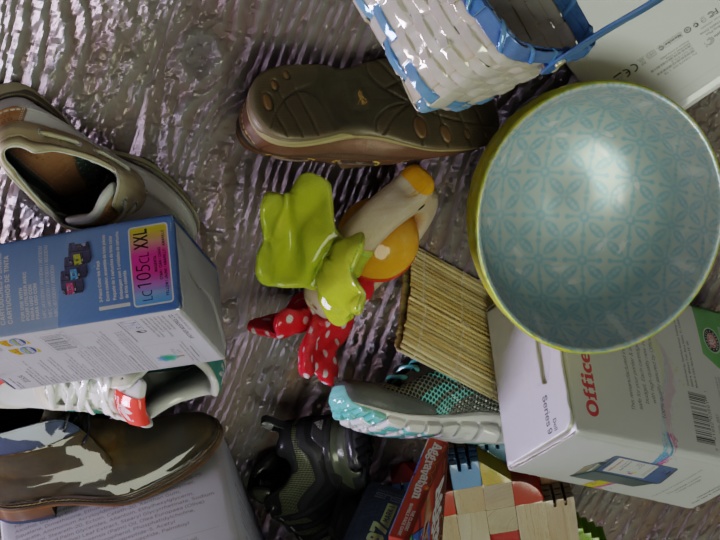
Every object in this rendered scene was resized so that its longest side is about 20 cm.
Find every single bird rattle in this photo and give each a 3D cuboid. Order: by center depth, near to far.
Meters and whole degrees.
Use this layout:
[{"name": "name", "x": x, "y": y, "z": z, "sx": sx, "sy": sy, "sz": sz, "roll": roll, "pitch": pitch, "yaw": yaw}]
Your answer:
[{"name": "bird rattle", "x": 0.000, "y": 0.000, "z": 1.544, "sx": 0.163, "sy": 0.113, "sz": 0.200, "roll": -41, "pitch": 158, "yaw": -14}]

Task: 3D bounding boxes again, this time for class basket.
[{"name": "basket", "x": 0.094, "y": -0.212, "z": 1.371, "sx": 0.200, "sy": 0.177, "sz": 0.139, "roll": -35, "pitch": 169, "yaw": 36}]

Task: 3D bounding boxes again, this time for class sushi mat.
[{"name": "sushi mat", "x": 0.108, "y": 0.060, "z": 1.642, "sx": 0.200, "sy": 0.096, "sz": 0.012, "roll": 28, "pitch": 143, "yaw": -30}]

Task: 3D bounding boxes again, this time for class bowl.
[{"name": "bowl", "x": 0.159, "y": -0.047, "z": 1.537, "sx": 0.199, "sy": 0.108, "sz": 0.201, "roll": -4, "pitch": 102, "yaw": -18}]

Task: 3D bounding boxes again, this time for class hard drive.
[{"name": "hard drive", "x": 0.201, "y": -0.195, "z": 1.505, "sx": 0.132, "sy": 0.027, "sz": 0.200, "roll": -34, "pitch": 128, "yaw": 13}]

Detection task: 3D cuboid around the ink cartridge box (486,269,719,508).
[{"name": "ink cartridge box", "x": 0.207, "y": 0.094, "z": 1.629, "sx": 0.200, "sy": 0.146, "sz": 0.087, "roll": 15, "pitch": 145, "yaw": -35}]

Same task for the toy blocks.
[{"name": "toy blocks", "x": 0.105, "y": 0.196, "z": 1.751, "sx": 0.199, "sy": 0.100, "sz": 0.137, "roll": -10, "pitch": 117, "yaw": 1}]

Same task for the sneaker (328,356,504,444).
[{"name": "sneaker", "x": 0.060, "y": 0.091, "z": 1.648, "sx": 0.199, "sy": 0.092, "sz": 0.077, "roll": 7, "pitch": 171, "yaw": -36}]

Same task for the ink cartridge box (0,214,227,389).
[{"name": "ink cartridge box", "x": -0.211, "y": 0.028, "z": 1.493, "sx": 0.199, "sy": 0.077, "sz": 0.136, "roll": -10, "pitch": 161, "yaw": 7}]

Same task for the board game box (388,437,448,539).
[{"name": "board game box", "x": 0.044, "y": 0.236, "z": 1.641, "sx": 0.019, "sy": 0.103, "sz": 0.200, "roll": 13, "pitch": 137, "yaw": 12}]

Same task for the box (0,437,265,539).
[{"name": "box", "x": -0.169, "y": 0.273, "z": 1.681, "sx": 0.199, "sy": 0.172, "sz": 0.199, "roll": -18, "pitch": 129, "yaw": 1}]

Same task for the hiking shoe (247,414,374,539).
[{"name": "hiking shoe", "x": -0.043, "y": 0.188, "z": 1.723, "sx": 0.100, "sy": 0.076, "sz": 0.200, "roll": 9, "pitch": 132, "yaw": 6}]

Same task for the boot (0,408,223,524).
[{"name": "boot", "x": -0.213, "y": 0.134, "z": 1.625, "sx": 0.199, "sy": 0.075, "sz": 0.097, "roll": -18, "pitch": 132, "yaw": 2}]

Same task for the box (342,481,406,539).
[{"name": "box", "x": -0.001, "y": 0.296, "z": 1.670, "sx": 0.051, "sy": 0.158, "sz": 0.200, "roll": 13, "pitch": 134, "yaw": 12}]

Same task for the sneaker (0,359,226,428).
[{"name": "sneaker", "x": -0.198, "y": 0.080, "z": 1.574, "sx": 0.199, "sy": 0.094, "sz": 0.071, "roll": -10, "pitch": 129, "yaw": -6}]

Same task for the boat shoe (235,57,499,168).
[{"name": "boat shoe", "x": 0.003, "y": -0.111, "z": 1.502, "sx": 0.199, "sy": 0.072, "sz": 0.068, "roll": -1, "pitch": 161, "yaw": -24}]

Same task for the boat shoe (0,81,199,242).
[{"name": "boat shoe", "x": -0.195, "y": -0.055, "z": 1.486, "sx": 0.200, "sy": 0.068, "sz": 0.075, "roll": 33, "pitch": 111, "yaw": -34}]
